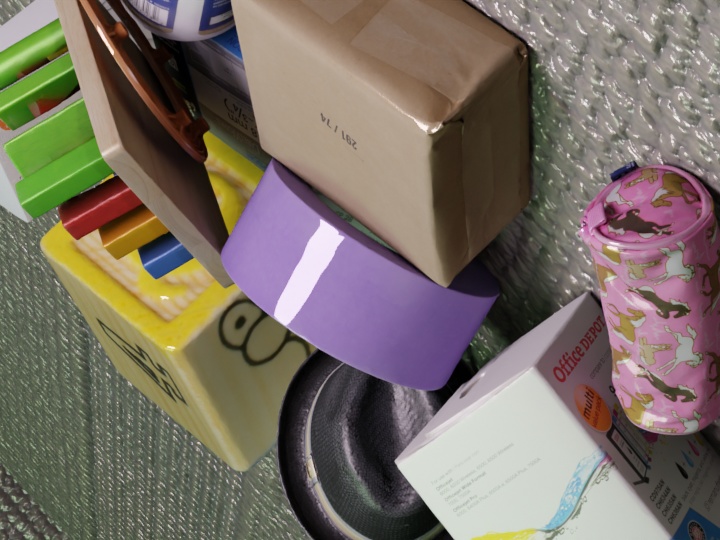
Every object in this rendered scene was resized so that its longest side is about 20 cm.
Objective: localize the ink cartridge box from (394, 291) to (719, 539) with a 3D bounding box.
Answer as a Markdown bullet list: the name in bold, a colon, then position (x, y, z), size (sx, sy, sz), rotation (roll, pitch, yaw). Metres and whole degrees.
- **ink cartridge box**: position (0.156, 0.152, 1.574), size (0.144, 0.147, 0.200), rotation (-38, 93, 30)

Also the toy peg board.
- **toy peg board**: position (-0.197, -0.092, 1.663), size (0.199, 0.097, 0.201), rotation (51, -165, -52)

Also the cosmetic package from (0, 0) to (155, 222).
- **cosmetic package**: position (-0.246, -0.161, 1.849), size (0.051, 0.200, 0.151), rotation (29, 152, 39)

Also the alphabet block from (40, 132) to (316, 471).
- **alphabet block**: position (-0.125, 0.016, 1.887), size (0.196, 0.195, 0.201), rotation (33, 159, 34)

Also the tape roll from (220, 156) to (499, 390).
- **tape roll**: position (0.000, 0.000, 1.639), size (0.199, 0.085, 0.200), rotation (28, -166, -7)

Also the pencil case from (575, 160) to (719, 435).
- **pencil case**: position (0.199, 0.023, 1.432), size (0.086, 0.083, 0.201), rotation (34, 154, 39)

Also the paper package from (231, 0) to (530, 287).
- **paper package**: position (0.018, -0.118, 1.529), size (0.200, 0.103, 0.191), rotation (38, 156, 27)

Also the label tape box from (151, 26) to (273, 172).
- **label tape box**: position (-0.093, -0.141, 1.767), size (0.144, 0.063, 0.201), rotation (36, 154, 34)

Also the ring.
- **ring**: position (-0.169, -0.171, 1.657), size (0.201, 0.019, 0.200), rotation (56, -174, -8)

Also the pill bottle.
- **pill bottle**: position (-0.118, -0.257, 1.558), size (0.111, 0.111, 0.200), rotation (46, 158, 9)

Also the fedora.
- **fedora**: position (0.025, 0.130, 1.693), size (0.201, 0.200, 0.092), rotation (46, 165, 10)
